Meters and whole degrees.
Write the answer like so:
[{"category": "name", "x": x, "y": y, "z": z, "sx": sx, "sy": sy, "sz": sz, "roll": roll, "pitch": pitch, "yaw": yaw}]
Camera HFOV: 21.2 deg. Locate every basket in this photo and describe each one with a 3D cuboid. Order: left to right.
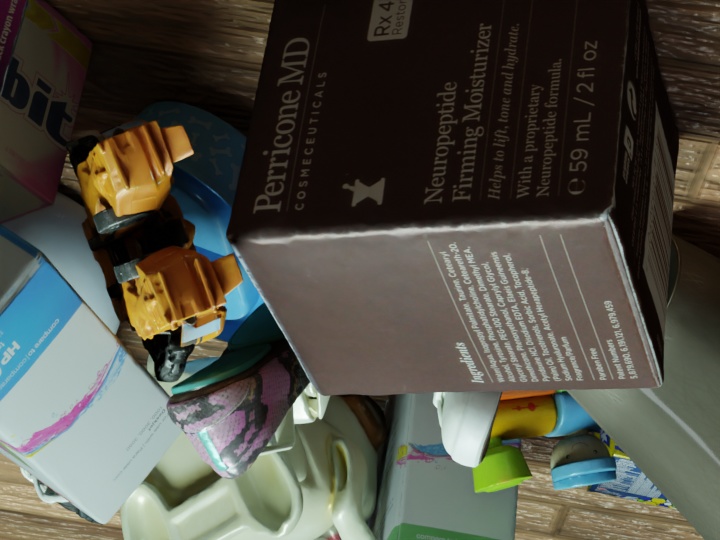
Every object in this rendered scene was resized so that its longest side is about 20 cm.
[{"category": "basket", "x": 0.223, "y": 0.074, "z": 1.199, "sx": 0.200, "sy": 0.181, "sz": 0.136, "roll": 34, "pitch": -176, "yaw": -24}]

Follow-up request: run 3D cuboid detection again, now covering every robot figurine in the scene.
[{"category": "robot figurine", "x": -0.111, "y": -0.014, "z": 1.024, "sx": 0.058, "sy": 0.146, "sz": 0.200, "roll": -21, "pitch": 179, "yaw": -11}]

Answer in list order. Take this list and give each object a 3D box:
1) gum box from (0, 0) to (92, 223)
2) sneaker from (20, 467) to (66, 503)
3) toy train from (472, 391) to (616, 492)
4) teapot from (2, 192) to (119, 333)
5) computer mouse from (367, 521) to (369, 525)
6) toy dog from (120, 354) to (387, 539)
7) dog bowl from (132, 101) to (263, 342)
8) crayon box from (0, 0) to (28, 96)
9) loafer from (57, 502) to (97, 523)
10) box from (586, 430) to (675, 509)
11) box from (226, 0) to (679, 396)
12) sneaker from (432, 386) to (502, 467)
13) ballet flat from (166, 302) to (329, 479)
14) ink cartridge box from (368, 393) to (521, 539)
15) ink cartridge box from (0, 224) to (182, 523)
[{"category": "gum box", "x": -0.235, "y": -0.119, "z": 1.031, "sx": 0.066, "sy": 0.114, "sz": 0.200, "roll": -15, "pitch": 140, "yaw": 34}, {"category": "sneaker", "x": -0.206, "y": 0.125, "z": 1.335, "sx": 0.073, "sy": 0.071, "sz": 0.200, "roll": 47, "pitch": 159, "yaw": 1}, {"category": "toy train", "x": 0.075, "y": 0.089, "z": 1.220, "sx": 0.199, "sy": 0.116, "sz": 0.085, "roll": -4, "pitch": 167, "yaw": -31}, {"category": "teapot", "x": -0.253, "y": 0.039, "z": 1.259, "sx": 0.197, "sy": 0.147, "sz": 0.200, "roll": -14, "pitch": 142, "yaw": 33}, {"category": "computer mouse", "x": -0.066, "y": 0.179, "z": 1.455, "sx": 0.199, "sy": 0.053, "sz": 0.138, "roll": 10, "pitch": 154, "yaw": 48}, {"category": "toy dog", "x": -0.065, "y": 0.133, "z": 1.289, "sx": 0.139, "sy": 0.194, "sz": 0.200, "roll": -42, "pitch": 154, "yaw": 21}, {"category": "dog bowl", "x": -0.096, "y": -0.029, "z": 1.177, "sx": 0.111, "sy": 0.050, "sz": 0.200, "roll": 20, "pitch": 153, "yaw": 20}, {"category": "crayon box", "x": -0.243, "y": -0.146, "z": 0.908, "sx": 0.172, "sy": 0.201, "sz": 0.058, "roll": 16, "pitch": 148, "yaw": -11}, {"category": "loafer", "x": -0.213, "y": 0.139, "z": 1.482, "sx": 0.072, "sy": 0.073, "sz": 0.200, "roll": 19, "pitch": 146, "yaw": -7}, {"category": "box", "x": 0.264, "y": 0.133, "z": 1.346, "sx": 0.199, "sy": 0.070, "sz": 0.064, "roll": 13, "pitch": 149, "yaw": -7}, {"category": "box", "x": 0.058, "y": -0.043, "z": 1.026, "sx": 0.199, "sy": 0.167, "sz": 0.164, "roll": -3, "pitch": 146, "yaw": 18}, {"category": "sneaker", "x": 0.046, "y": 0.039, "z": 1.133, "sx": 0.084, "sy": 0.200, "sz": 0.073, "roll": 10, "pitch": 125, "yaw": -2}, {"category": "ballet flat", "x": -0.050, "y": 0.064, "z": 1.097, "sx": 0.069, "sy": 0.200, "sz": 0.072, "roll": -14, "pitch": 103, "yaw": 23}, {"category": "ink cartridge box", "x": 0.056, "y": 0.158, "z": 1.320, "sx": 0.087, "sy": 0.201, "sz": 0.146, "roll": 8, "pitch": 148, "yaw": -5}, {"category": "ink cartridge box", "x": -0.199, "y": 0.039, "z": 1.039, "sx": 0.144, "sy": 0.085, "sz": 0.200, "roll": 30, "pitch": 166, "yaw": 30}]
